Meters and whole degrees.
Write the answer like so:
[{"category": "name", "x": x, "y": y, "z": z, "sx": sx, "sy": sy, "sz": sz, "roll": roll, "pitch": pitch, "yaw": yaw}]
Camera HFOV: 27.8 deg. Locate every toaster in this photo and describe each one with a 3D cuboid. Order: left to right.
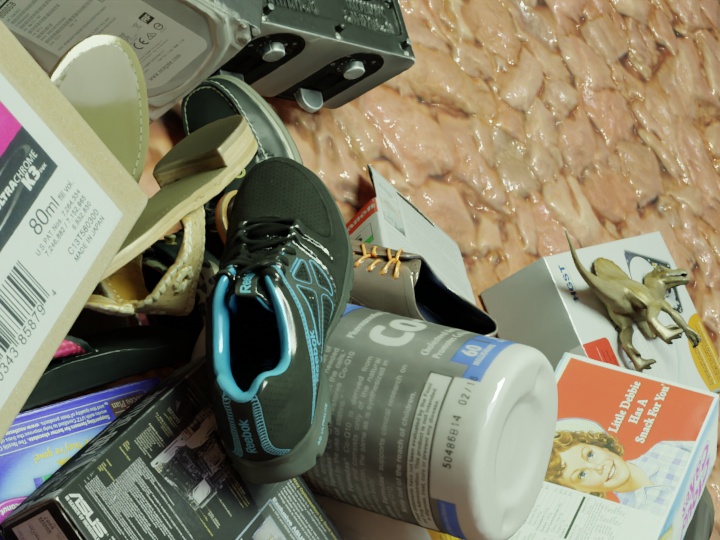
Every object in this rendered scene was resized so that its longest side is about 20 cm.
[{"category": "toaster", "x": -0.072, "y": -0.226, "z": 1.081, "sx": 0.180, "sy": 0.118, "sz": 0.202, "roll": 4, "pitch": 64, "yaw": -46}]

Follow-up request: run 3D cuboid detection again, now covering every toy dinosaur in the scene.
[{"category": "toy dinosaur", "x": 0.216, "y": 0.027, "z": 1.178, "sx": 0.199, "sy": 0.058, "sz": 0.102, "roll": 9, "pitch": 44, "yaw": -53}]

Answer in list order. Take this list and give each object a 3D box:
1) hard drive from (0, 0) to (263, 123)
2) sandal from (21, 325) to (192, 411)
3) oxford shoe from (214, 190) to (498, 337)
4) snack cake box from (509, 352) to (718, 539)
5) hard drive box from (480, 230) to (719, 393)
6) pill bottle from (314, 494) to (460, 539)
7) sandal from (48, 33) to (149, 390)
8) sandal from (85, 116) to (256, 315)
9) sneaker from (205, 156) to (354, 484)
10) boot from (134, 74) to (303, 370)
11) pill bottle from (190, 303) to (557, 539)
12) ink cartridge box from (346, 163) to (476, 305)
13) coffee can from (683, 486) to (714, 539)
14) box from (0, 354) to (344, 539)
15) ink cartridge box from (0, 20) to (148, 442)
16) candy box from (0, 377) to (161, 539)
[{"category": "hard drive", "x": -0.179, "y": -0.173, "z": 0.916, "sx": 0.199, "sy": 0.139, "sz": 0.038, "roll": 29, "pitch": 47, "yaw": -33}, {"category": "sandal", "x": -0.184, "y": 0.045, "z": 0.803, "sx": 0.199, "sy": 0.075, "sz": 0.046, "roll": -15, "pitch": 110, "yaw": -39}, {"category": "oxford shoe", "x": 0.000, "y": 0.000, "z": 0.926, "sx": 0.199, "sy": 0.073, "sz": 0.072, "roll": 32, "pitch": 43, "yaw": -19}, {"category": "snack cake box", "x": 0.152, "y": 0.154, "z": 0.955, "sx": 0.200, "sy": 0.114, "sz": 0.068, "roll": -53, "pitch": 146, "yaw": -41}, {"category": "hard drive box", "x": 0.212, "y": 0.061, "z": 1.241, "sx": 0.199, "sy": 0.077, "sz": 0.157, "roll": -13, "pitch": 76, "yaw": -50}, {"category": "pill bottle", "x": 0.017, "y": 0.160, "z": 0.939, "sx": 0.113, "sy": 0.112, "sz": 0.200, "roll": 54, "pitch": 40, "yaw": -6}, {"category": "sandal", "x": -0.181, "y": -0.035, "z": 0.893, "sx": 0.077, "sy": 0.069, "sz": 0.215, "roll": 4, "pitch": 86, "yaw": -36}, {"category": "sandal", "x": -0.110, "y": -0.010, "z": 0.839, "sx": 0.070, "sy": 0.077, "sz": 0.212, "roll": 63, "pitch": 38, "yaw": -21}, {"category": "sneaker", "x": -0.045, "y": 0.009, "z": 0.787, "sx": 0.082, "sy": 0.072, "sz": 0.202, "roll": 71, "pitch": 14, "yaw": -53}, {"category": "boot", "x": -0.097, "y": -0.033, "z": 0.956, "sx": 0.153, "sy": 0.073, "sz": 0.206, "roll": -12, "pitch": 80, "yaw": -59}, {"category": "pill bottle", "x": 0.004, "y": 0.080, "z": 0.847, "sx": 0.114, "sy": 0.198, "sz": 0.115, "roll": -31, "pitch": 127, "yaw": -53}, {"category": "ink cartridge box", "x": 0.034, "y": 0.007, "z": 1.088, "sx": 0.109, "sy": 0.050, "sz": 0.201, "roll": 41, "pitch": 18, "yaw": -22}, {"category": "coffee can", "x": 0.164, "y": 0.237, "z": 1.022, "sx": 0.146, "sy": 0.146, "sz": 0.201, "roll": 44, "pitch": 41, "yaw": -18}, {"category": "box", "x": -0.075, "y": 0.165, "z": 0.767, "sx": 0.201, "sy": 0.050, "sz": 0.158, "roll": 55, "pitch": 34, "yaw": -7}, {"category": "ink cartridge box", "x": -0.207, "y": -0.017, "z": 0.661, "sx": 0.165, "sy": 0.075, "sz": 0.201, "roll": 52, "pitch": 45, "yaw": -32}, {"category": "candy box", "x": -0.149, "y": 0.177, "z": 0.778, "sx": 0.168, "sy": 0.077, "sz": 0.202, "roll": -12, "pitch": 74, "yaw": -52}]
